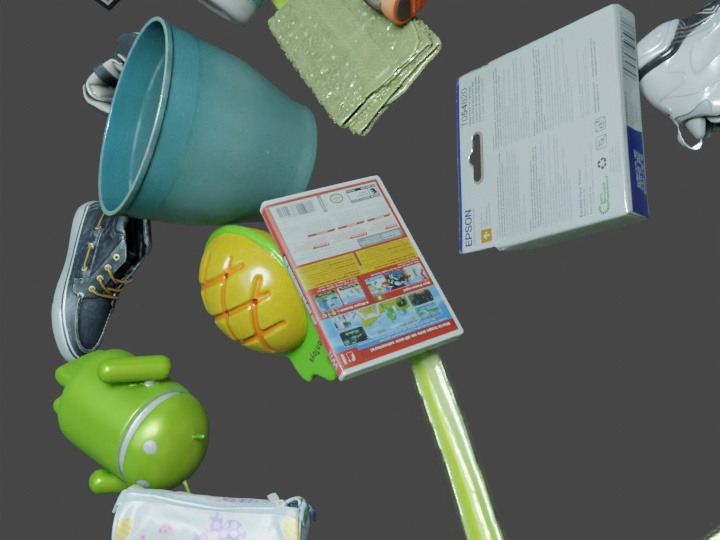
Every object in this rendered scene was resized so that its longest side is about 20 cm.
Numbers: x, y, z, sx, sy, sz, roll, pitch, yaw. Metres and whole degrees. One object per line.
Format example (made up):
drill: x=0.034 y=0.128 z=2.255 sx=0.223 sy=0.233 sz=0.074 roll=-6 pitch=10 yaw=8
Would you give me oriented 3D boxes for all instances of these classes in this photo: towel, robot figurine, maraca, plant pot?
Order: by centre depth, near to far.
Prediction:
maraca: x=-0.092 y=0.035 z=0.892 sx=0.199 sy=0.107 sz=0.138 roll=40 pitch=138 yaw=14
plant pot: x=-0.154 y=-0.136 z=0.895 sx=0.199 sy=0.186 sz=0.203 roll=-28 pitch=56 yaw=51
robot figurine: x=-0.248 y=0.164 z=0.931 sx=0.198 sy=0.115 sz=0.178 roll=27 pitch=117 yaw=26
towel: x=-0.012 y=-0.262 z=0.960 sx=0.148 sy=0.036 sz=0.201 roll=-43 pitch=66 yaw=12

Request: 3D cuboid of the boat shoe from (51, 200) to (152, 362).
boat shoe: x=-0.307 y=0.010 z=1.017 sx=0.090 sy=0.071 sz=0.204 roll=-4 pitch=75 yaw=28

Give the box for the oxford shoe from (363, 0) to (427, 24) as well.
oxford shoe: x=0.072 y=-0.358 z=0.907 sx=0.073 sy=0.071 sz=0.200 roll=36 pitch=77 yaw=24

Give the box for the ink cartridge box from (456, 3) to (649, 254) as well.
ink cartridge box: x=0.178 y=-0.125 z=0.823 sx=0.198 sy=0.040 sz=0.203 roll=-13 pitch=72 yaw=48

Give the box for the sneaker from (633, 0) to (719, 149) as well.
sneaker: x=0.345 y=-0.199 z=0.761 sx=0.199 sy=0.075 sz=0.116 roll=-36 pitch=67 yaw=19

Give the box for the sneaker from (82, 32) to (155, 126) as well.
sneaker: x=-0.277 y=-0.236 z=1.018 sx=0.077 sy=0.146 sz=0.204 roll=-40 pitch=64 yaw=13

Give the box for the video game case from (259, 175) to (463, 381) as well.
video game case: x=0.000 y=0.000 z=0.855 sx=0.202 sy=0.141 sz=0.018 roll=63 pitch=150 yaw=22

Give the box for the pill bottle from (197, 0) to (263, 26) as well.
pill bottle: x=-0.130 y=-0.403 z=1.004 sx=0.110 sy=0.111 sz=0.202 roll=34 pitch=94 yaw=27

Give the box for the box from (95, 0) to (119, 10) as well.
box: x=-0.312 y=-0.473 z=1.125 sx=0.199 sy=0.079 sz=0.142 roll=-38 pitch=63 yaw=13

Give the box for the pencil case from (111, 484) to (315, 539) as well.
pencil case: x=-0.146 y=0.263 z=0.846 sx=0.196 sy=0.092 sz=0.084 roll=2 pitch=41 yaw=6
